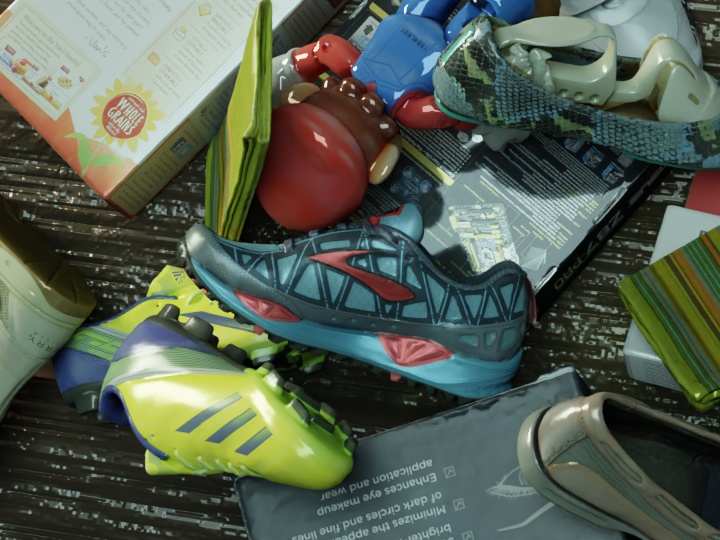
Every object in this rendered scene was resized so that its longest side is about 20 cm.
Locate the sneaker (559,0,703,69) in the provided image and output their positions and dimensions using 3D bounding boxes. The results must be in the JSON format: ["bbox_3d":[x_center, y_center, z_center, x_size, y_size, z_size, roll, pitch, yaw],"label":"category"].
[{"bbox_3d":[0.123,-0.187,1.496,0.075,0.115,0.200,-33,72,4],"label":"sneaker"}]

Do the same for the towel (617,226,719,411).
[{"bbox_3d":[0.242,-0.010,1.404,0.200,0.018,0.086,-31,64,-4],"label":"towel"}]

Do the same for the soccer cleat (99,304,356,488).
[{"bbox_3d":[-0.072,0.084,1.397,0.084,0.065,0.200,-55,38,-5],"label":"soccer cleat"}]

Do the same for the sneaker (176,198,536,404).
[{"bbox_3d":[0.000,0.000,1.437,0.200,0.079,0.096,19,98,-10],"label":"sneaker"}]

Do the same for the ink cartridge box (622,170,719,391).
[{"bbox_3d":[0.264,-0.002,1.440,0.200,0.045,0.176,14,69,16],"label":"ink cartridge box"}]

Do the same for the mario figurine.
[{"bbox_3d":[0.019,-0.099,1.484,0.200,0.106,0.123,-46,30,-9],"label":"mario figurine"}]

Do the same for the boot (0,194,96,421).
[{"bbox_3d":[-0.257,0.024,1.555,0.200,0.072,0.155,42,104,36],"label":"boot"}]

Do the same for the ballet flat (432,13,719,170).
[{"bbox_3d":[0.139,-0.100,1.427,0.200,0.074,0.074,6,75,-22],"label":"ballet flat"}]

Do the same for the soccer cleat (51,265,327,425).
[{"bbox_3d":[-0.085,0.029,1.520,0.200,0.065,0.084,-15,72,10],"label":"soccer cleat"}]

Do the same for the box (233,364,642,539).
[{"bbox_3d":[0.060,0.183,1.421,0.197,0.117,0.200,-18,72,9],"label":"box"}]

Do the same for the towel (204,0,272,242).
[{"bbox_3d":[-0.070,-0.072,1.473,0.018,0.200,0.086,2,69,-9],"label":"towel"}]

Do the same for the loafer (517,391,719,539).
[{"bbox_3d":[0.177,0.114,1.353,0.200,0.063,0.072,22,55,-25],"label":"loafer"}]

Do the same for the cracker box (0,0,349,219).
[{"bbox_3d":[-0.118,-0.149,1.574,0.200,0.058,0.134,-45,72,1],"label":"cracker box"}]

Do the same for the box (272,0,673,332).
[{"bbox_3d":[0.057,-0.070,1.519,0.200,0.049,0.161,40,87,18],"label":"box"}]
